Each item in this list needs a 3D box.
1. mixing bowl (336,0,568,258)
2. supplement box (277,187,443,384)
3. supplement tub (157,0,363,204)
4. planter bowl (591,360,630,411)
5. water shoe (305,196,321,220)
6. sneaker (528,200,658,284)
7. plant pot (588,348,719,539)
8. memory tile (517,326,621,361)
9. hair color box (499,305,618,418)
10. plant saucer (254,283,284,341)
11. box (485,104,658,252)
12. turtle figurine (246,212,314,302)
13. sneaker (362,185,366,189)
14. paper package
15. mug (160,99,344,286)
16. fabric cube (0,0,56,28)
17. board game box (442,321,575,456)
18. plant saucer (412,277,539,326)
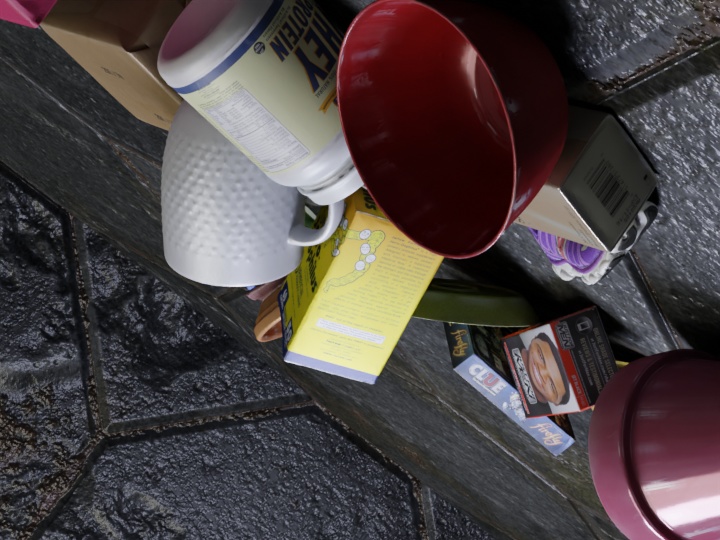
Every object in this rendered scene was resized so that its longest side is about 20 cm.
[{"bbox_3d":[0.084,-0.122,1.190,0.200,0.108,0.201,32,135,39],"label":"mixing bowl"},{"bbox_3d":[0.000,0.000,1.641,0.109,0.201,0.109,16,-148,-18],"label":"supplement box"},{"bbox_3d":[-0.068,-0.169,1.428,0.200,0.145,0.145,42,166,-26],"label":"supplement tub"},{"bbox_3d":[0.326,0.190,1.771,0.199,0.084,0.201,29,160,11],"label":"planter bowl"},{"bbox_3d":[0.001,-0.056,1.702,0.199,0.072,0.079,36,163,-9],"label":"water shoe"},{"bbox_3d":[0.189,-0.039,1.376,0.083,0.081,0.200,43,168,-7],"label":"sneaker"},{"bbox_3d":[0.346,0.166,1.483,0.200,0.201,0.179,40,152,-19],"label":"plant pot"},{"bbox_3d":[0.285,0.131,1.880,0.199,0.017,0.153,22,161,48],"label":"memory tile"},{"bbox_3d":[0.221,0.105,1.752,0.200,0.061,0.102,142,109,-76],"label":"hair color box"},{"bbox_3d":[-0.039,0.019,1.825,0.038,0.199,0.200,61,170,8],"label":"plant saucer"},{"bbox_3d":[0.137,-0.091,1.312,0.199,0.078,0.095,20,161,51],"label":"box"},{"bbox_3d":[-0.072,-0.067,1.839,0.144,0.199,0.194,57,172,12],"label":"turtle figurine"},{"bbox_3d":[0.057,-0.088,1.565,0.199,0.078,0.080,35,177,8],"label":"sneaker"},{"bbox_3d":[-0.216,-0.234,1.692,0.199,0.104,0.191,21,162,48],"label":"paper package"},{"bbox_3d":[-0.106,-0.089,1.581,0.199,0.148,0.177,16,122,24],"label":"mug"},{"bbox_3d":[-0.326,-0.349,1.337,0.196,0.201,0.199,18,159,51],"label":"fabric cube"},{"bbox_3d":[0.177,0.121,1.912,0.200,0.035,0.136,41,-157,-30],"label":"board game box"},{"bbox_3d":[0.105,0.032,1.779,0.198,0.031,0.200,6,-173,-1],"label":"plant saucer"}]
